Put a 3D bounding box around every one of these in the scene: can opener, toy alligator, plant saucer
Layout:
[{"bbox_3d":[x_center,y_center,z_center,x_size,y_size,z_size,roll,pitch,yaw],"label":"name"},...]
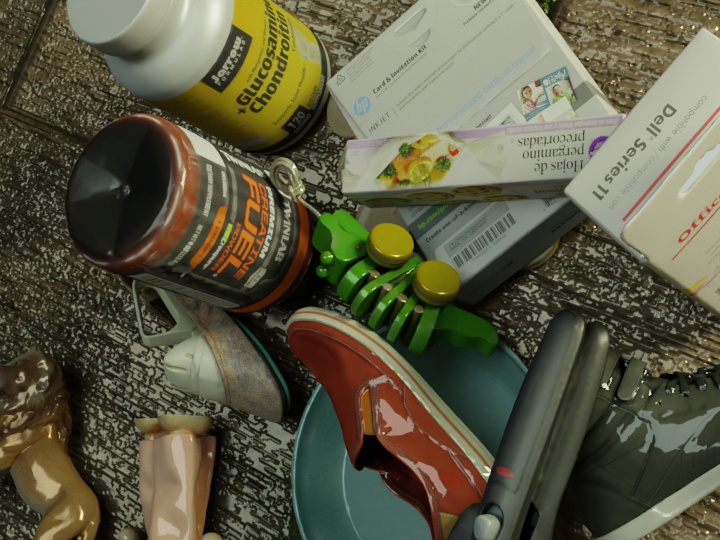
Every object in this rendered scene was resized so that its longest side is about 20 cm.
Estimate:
[{"bbox_3d":[0.090,0.118,0.682,0.078,0.063,0.201,21,92,36],"label":"can opener"},{"bbox_3d":[0.000,0.000,0.802,0.200,0.054,0.059,39,139,15],"label":"toy alligator"},{"bbox_3d":[0.045,0.133,0.822,0.199,0.036,0.201,-9,72,30],"label":"plant saucer"}]

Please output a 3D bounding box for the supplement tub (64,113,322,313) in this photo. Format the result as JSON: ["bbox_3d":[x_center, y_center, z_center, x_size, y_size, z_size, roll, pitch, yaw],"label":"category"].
[{"bbox_3d":[-0.103,-0.031,0.861,0.106,0.200,0.108,-9,73,30],"label":"supplement tub"}]

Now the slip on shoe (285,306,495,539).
[{"bbox_3d":[0.012,0.095,0.783,0.061,0.074,0.200,-34,58,-20],"label":"slip on shoe"}]

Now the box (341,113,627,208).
[{"bbox_3d":[0.080,-0.067,0.784,0.199,0.041,0.039,-1,78,32],"label":"box"}]

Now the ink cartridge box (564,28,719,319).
[{"bbox_3d":[0.191,-0.052,0.681,0.117,0.200,0.067,-50,57,10],"label":"ink cartridge box"}]

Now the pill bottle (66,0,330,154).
[{"bbox_3d":[-0.117,-0.166,0.908,0.111,0.200,0.113,-9,72,30],"label":"pill bottle"}]

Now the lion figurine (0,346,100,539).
[{"bbox_3d":[-0.254,0.169,0.989,0.122,0.072,0.200,-38,74,3],"label":"lion figurine"}]

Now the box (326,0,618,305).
[{"bbox_3d":[0.081,-0.102,0.842,0.156,0.041,0.201,-39,61,17],"label":"box"}]

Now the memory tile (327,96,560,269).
[{"bbox_3d":[0.055,-0.073,0.885,0.153,0.017,0.201,-25,65,25],"label":"memory tile"}]

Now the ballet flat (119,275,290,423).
[{"bbox_3d":[-0.126,0.052,0.928,0.067,0.068,0.200,-22,47,-24],"label":"ballet flat"}]

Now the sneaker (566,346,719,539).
[{"bbox_3d":[0.186,0.071,0.712,0.200,0.071,0.099,-42,85,20],"label":"sneaker"}]

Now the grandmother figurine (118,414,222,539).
[{"bbox_3d":[-0.137,0.209,0.906,0.121,0.060,0.201,-19,68,57],"label":"grandmother figurine"}]
